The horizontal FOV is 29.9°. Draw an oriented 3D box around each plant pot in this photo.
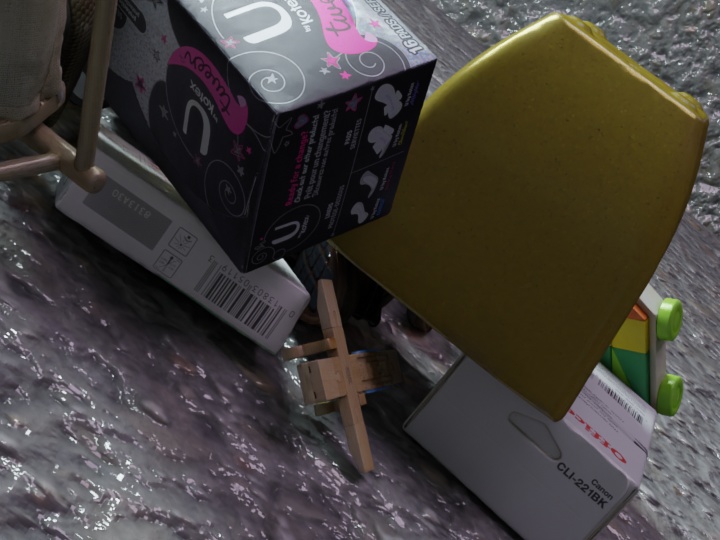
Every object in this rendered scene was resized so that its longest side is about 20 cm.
[{"bbox_3d":[0.126,-0.055,0.893,0.195,0.201,0.194,39,16,8],"label":"plant pot"}]

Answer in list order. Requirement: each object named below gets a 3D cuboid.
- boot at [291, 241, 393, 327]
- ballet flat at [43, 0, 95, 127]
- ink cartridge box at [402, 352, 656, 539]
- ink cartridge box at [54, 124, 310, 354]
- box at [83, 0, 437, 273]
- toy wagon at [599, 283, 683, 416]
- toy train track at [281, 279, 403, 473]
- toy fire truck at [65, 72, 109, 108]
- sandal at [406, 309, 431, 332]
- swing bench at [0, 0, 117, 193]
[{"bbox_3d":[0.000,0.000,0.961,0.096,0.075,0.200,26,16,-17],"label":"boot"},{"bbox_3d":[-0.181,-0.138,0.805,0.068,0.046,0.200,59,-25,3],"label":"ballet flat"},{"bbox_3d":[0.127,0.107,0.963,0.144,0.084,0.200,41,16,7],"label":"ink cartridge box"},{"bbox_3d":[-0.120,-0.029,0.880,0.160,0.050,0.200,35,1,-16],"label":"ink cartridge box"},{"bbox_3d":[-0.070,-0.123,0.783,0.114,0.133,0.200,-25,60,-31],"label":"box"},{"bbox_3d":[0.174,0.037,1.060,0.154,0.202,0.040,11,33,30],"label":"toy wagon"},{"bbox_3d":[-0.011,0.067,0.843,0.200,0.032,0.116,6,70,-75],"label":"toy train track"},{"bbox_3d":[-0.175,-0.229,0.898,0.201,0.175,0.129,60,-9,-19],"label":"toy fire truck"},{"bbox_3d":[0.056,-0.005,1.145,0.054,0.082,0.200,18,23,6],"label":"sandal"},{"bbox_3d":[-0.213,-0.162,0.665,0.129,0.200,0.200,-16,52,-34],"label":"swing bench"}]
